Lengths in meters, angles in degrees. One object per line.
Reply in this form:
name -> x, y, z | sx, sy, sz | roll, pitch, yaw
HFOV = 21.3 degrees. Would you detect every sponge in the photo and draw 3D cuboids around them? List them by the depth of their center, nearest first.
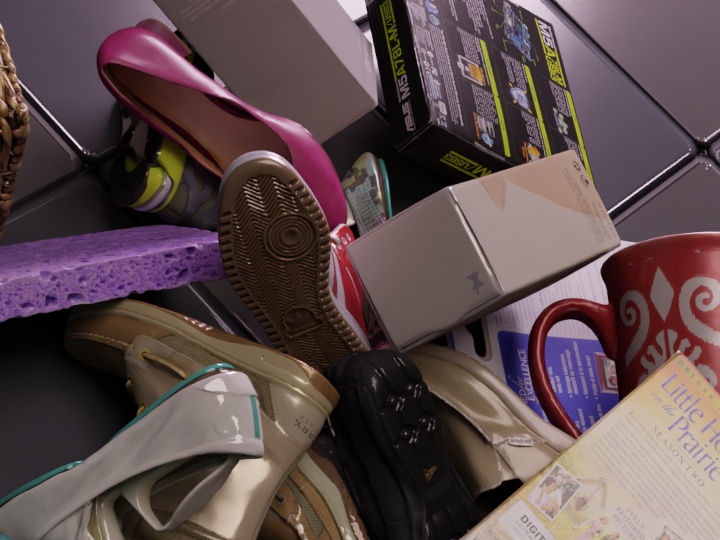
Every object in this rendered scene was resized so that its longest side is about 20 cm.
sponge -> -0.187, 0.001, 1.217 | 0.198, 0.111, 0.030 | -10, 102, -33

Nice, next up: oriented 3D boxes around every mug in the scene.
mug -> 0.216, 0.094, 1.307 | 0.133, 0.176, 0.202 | 27, 57, -56

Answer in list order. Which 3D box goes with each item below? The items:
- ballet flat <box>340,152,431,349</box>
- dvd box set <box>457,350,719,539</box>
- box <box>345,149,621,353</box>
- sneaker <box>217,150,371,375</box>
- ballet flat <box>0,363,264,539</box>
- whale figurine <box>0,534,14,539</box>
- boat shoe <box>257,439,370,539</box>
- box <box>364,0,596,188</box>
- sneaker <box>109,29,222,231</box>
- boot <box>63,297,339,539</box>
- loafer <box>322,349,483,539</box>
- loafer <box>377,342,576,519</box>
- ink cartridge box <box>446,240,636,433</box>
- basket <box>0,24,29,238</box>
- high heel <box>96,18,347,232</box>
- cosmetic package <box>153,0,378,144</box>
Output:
ballet flat -> 0.000, 0.000, 1.348 | 0.070, 0.069, 0.201 | -8, 57, -9
dvd box set -> 0.172, 0.166, 1.184 | 0.200, 0.029, 0.147 | -39, 80, -17
box -> 0.085, -0.015, 1.268 | 0.200, 0.095, 0.078 | -19, 81, -61
sneaker -> -0.045, -0.016, 1.226 | 0.071, 0.201, 0.113 | -17, 39, 5
ballet flat -> -0.137, 0.127, 1.089 | 0.070, 0.199, 0.070 | 50, 18, -23
whale figurine -> -0.210, 0.230, 1.018 | 0.158, 0.104, 0.202 | 9, 51, -22
boat shoe -> -0.049, 0.148, 1.205 | 0.076, 0.072, 0.201 | -23, 59, -13
box -> 0.092, -0.144, 1.479 | 0.192, 0.047, 0.202 | 25, 42, -40
sneaker -> -0.125, -0.101, 1.364 | 0.081, 0.074, 0.201 | 36, 39, -28
boot -> -0.127, 0.109, 1.173 | 0.198, 0.073, 0.156 | 17, 70, 27
loafer -> 0.029, 0.146, 1.211 | 0.068, 0.070, 0.202 | -26, 100, -38
loafer -> 0.083, 0.117, 1.237 | 0.199, 0.076, 0.068 | 32, 62, 12
ink cartridge box -> 0.141, 0.058, 1.385 | 0.198, 0.047, 0.199 | 6, 54, -21
basket -> -0.310, -0.117, 1.196 | 0.148, 0.143, 0.201 | -5, 45, -32
high heel -> -0.093, -0.082, 1.261 | 0.200, 0.068, 0.096 | 39, 23, -5
cosmetic package -> -0.076, -0.188, 1.367 | 0.200, 0.090, 0.107 | 46, 21, -28
